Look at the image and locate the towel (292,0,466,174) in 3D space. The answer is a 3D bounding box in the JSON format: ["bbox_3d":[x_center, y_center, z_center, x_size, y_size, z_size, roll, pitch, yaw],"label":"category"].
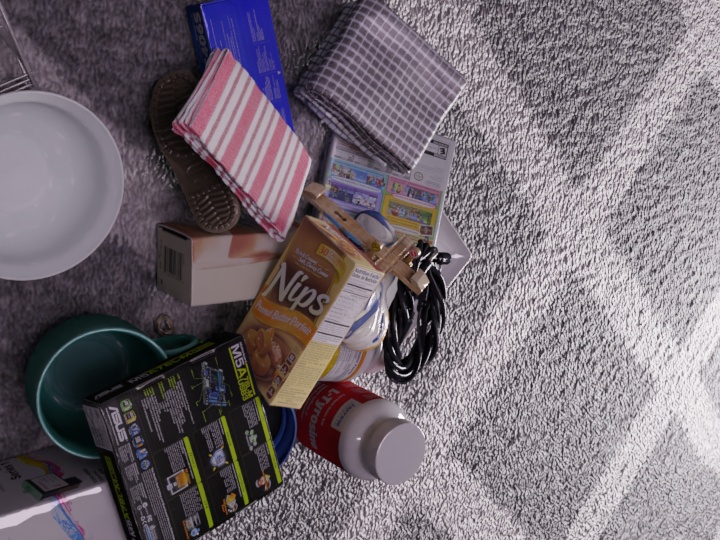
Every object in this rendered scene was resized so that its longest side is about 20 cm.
[{"bbox_3d":[0.033,-0.244,1.198,0.200,0.086,0.166,35,73,-25],"label":"towel"}]

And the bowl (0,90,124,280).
[{"bbox_3d":[-0.362,-0.096,0.949,0.201,0.090,0.201,-15,115,-36],"label":"bowl"}]

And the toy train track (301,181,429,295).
[{"bbox_3d":[0.010,-0.048,1.143,0.200,0.033,0.115,40,46,5],"label":"toy train track"}]

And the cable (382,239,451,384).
[{"bbox_3d":[0.079,0.061,1.239,0.163,0.051,0.200,25,81,-70],"label":"cable"}]

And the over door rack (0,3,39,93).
[{"bbox_3d":[-0.418,-0.237,0.883,0.148,0.067,0.200,-33,140,-27],"label":"over door rack"}]

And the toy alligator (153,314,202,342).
[{"bbox_3d":[-0.185,0.122,1.165,0.200,0.054,0.059,44,74,-36],"label":"toy alligator"}]

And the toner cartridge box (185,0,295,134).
[{"bbox_3d":[-0.146,-0.237,1.116,0.095,0.043,0.200,-23,114,-31],"label":"toner cartridge box"}]

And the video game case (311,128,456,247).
[{"bbox_3d":[0.035,-0.122,1.266,0.200,0.022,0.182,13,86,-30],"label":"video game case"}]

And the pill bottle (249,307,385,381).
[{"bbox_3d":[-0.051,0.094,1.220,0.200,0.111,0.111,9,95,-44],"label":"pill bottle"}]

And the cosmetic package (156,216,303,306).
[{"bbox_3d":[-0.145,-0.016,1.133,0.200,0.103,0.087,-6,105,-38],"label":"cosmetic package"}]

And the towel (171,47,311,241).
[{"bbox_3d":[-0.133,-0.149,1.068,0.200,0.030,0.147,51,40,-35],"label":"towel"}]

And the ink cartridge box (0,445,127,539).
[{"bbox_3d":[-0.345,0.264,1.020,0.200,0.145,0.084,-12,106,-34],"label":"ink cartridge box"}]

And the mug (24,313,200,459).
[{"bbox_3d":[-0.291,0.130,1.040,0.185,0.114,0.152,16,91,-32],"label":"mug"}]

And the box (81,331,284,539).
[{"bbox_3d":[-0.192,0.196,1.011,0.193,0.047,0.200,-27,110,-41],"label":"box"}]

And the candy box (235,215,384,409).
[{"bbox_3d":[-0.069,0.050,1.069,0.055,0.115,0.200,16,110,-46],"label":"candy box"}]

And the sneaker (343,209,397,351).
[{"bbox_3d":[0.000,0.000,1.160,0.088,0.075,0.200,39,46,-50],"label":"sneaker"}]

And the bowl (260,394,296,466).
[{"bbox_3d":[-0.182,0.199,1.142,0.200,0.039,0.201,-6,122,-10],"label":"bowl"}]

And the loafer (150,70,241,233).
[{"bbox_3d":[-0.196,-0.139,1.076,0.076,0.068,0.200,-17,89,-1],"label":"loafer"}]

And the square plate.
[{"bbox_3d":[0.060,-0.019,1.334,0.198,0.028,0.200,-50,125,-18],"label":"square plate"}]

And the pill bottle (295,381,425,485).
[{"bbox_3d":[-0.006,0.218,1.231,0.112,0.200,0.112,-10,106,-36],"label":"pill bottle"}]
